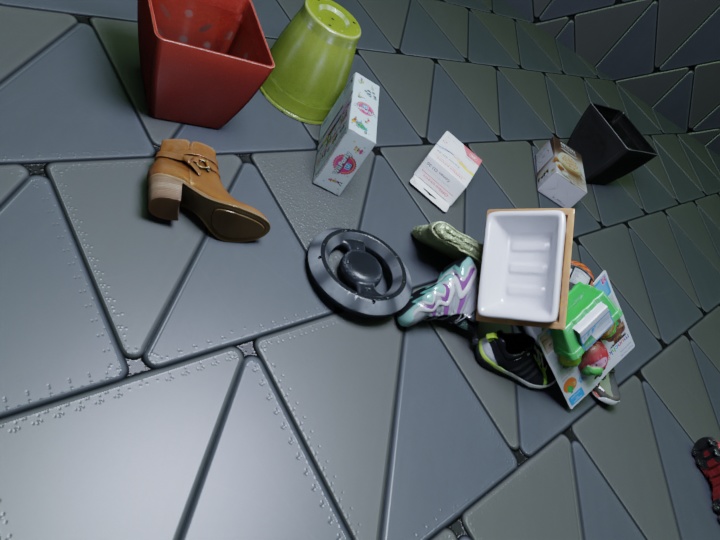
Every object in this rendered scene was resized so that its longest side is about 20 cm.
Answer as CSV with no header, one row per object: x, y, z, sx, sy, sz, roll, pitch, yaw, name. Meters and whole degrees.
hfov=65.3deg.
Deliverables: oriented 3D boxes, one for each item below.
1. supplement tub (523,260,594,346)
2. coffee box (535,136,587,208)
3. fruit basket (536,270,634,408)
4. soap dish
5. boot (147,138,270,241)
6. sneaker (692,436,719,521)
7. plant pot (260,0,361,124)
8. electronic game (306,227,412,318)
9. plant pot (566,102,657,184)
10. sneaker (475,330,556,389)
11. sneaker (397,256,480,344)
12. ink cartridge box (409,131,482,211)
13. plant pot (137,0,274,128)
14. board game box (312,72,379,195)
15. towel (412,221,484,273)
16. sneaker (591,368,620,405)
0.421,0.066,1.174,0.122,0.123,0.200,44,41,5,supplement tub
0.577,-0.284,1.624,0.113,0.080,0.202,29,43,-12,coffee box
0.421,0.132,1.026,0.184,0.094,0.201,-39,112,-10,fruit basket
0.290,-0.004,0.978,0.081,0.155,0.204,18,78,-54,soap dish
-0.237,-0.136,0.902,0.197,0.074,0.157,18,42,-27,boot
0.752,0.441,1.133,0.096,0.071,0.203,20,44,-18,sneaker
-0.095,-0.453,1.187,0.197,0.193,0.203,20,45,-21,plant pot
0.000,0.000,0.979,0.196,0.042,0.202,16,43,-15,electronic game
0.774,-0.385,1.785,0.197,0.178,0.202,-4,57,-37,plant pot
0.304,0.161,1.034,0.197,0.083,0.073,18,46,-23,sneaker
0.165,0.080,1.010,0.199,0.077,0.141,-34,97,-27,sneaker
0.201,-0.233,1.310,0.116,0.068,0.201,38,41,-2,ink cartridge box
-0.291,-0.368,0.981,0.197,0.177,0.202,2,53,-36,plant pot
-0.028,-0.273,1.116,0.063,0.148,0.202,24,44,-20,board game box
0.204,-0.041,1.107,0.197,0.148,0.037,26,86,-12,towel
0.492,0.175,1.162,0.076,0.082,0.203,9,50,-30,sneaker
